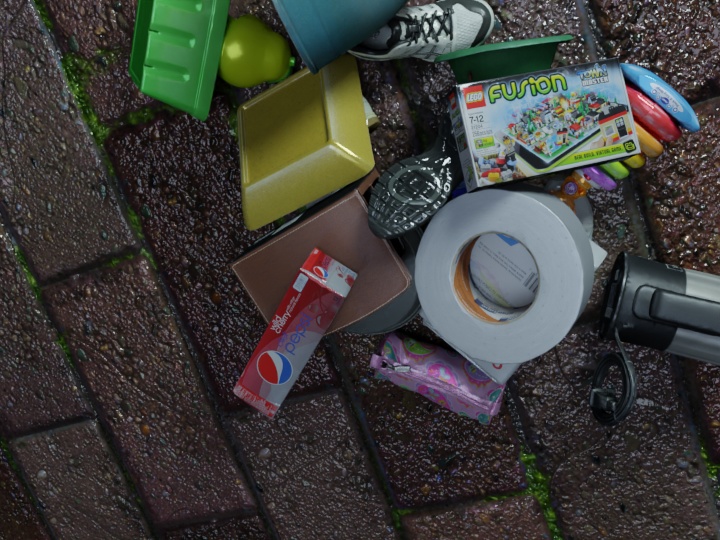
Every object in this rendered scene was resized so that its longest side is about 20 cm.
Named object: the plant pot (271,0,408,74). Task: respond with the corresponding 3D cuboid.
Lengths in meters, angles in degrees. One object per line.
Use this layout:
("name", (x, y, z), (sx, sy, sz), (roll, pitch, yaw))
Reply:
("plant pot", (-0.014, -0.354, 0.787), (0.186, 0.200, 0.202), (-24, 102, 7))

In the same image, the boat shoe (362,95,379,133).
("boat shoe", (-0.068, -0.183, 0.983), (0.198, 0.074, 0.067), (-26, 90, 19))

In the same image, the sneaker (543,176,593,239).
("sneaker", (0.273, -0.021, 0.933), (0.069, 0.080, 0.204), (-3, 107, 18))

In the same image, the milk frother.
("milk frother", (0.396, 0.102, 0.883), (0.185, 0.181, 0.203), (14, 109, 11))

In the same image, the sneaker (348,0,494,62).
("sneaker", (0.068, -0.297, 0.889), (0.196, 0.088, 0.077), (-5, 106, 16))

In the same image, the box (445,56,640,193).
("box", (0.199, -0.159, 0.766), (0.197, 0.035, 0.112), (-13, 89, -13))

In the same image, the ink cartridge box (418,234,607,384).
("ink cartridge box", (0.188, 0.019, 0.893), (0.144, 0.084, 0.201), (39, 117, 14))

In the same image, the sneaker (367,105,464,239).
("sneaker", (0.087, -0.108, 0.811), (0.200, 0.091, 0.076), (-45, 77, -6))

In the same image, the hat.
("hat", (0.177, -0.181, 0.858), (0.163, 0.200, 0.179), (-6, 104, 7))

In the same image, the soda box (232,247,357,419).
("soda box", (-0.081, 0.077, 0.845), (0.063, 0.070, 0.201), (31, 115, -2))

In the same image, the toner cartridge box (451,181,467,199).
("toner cartridge box", (0.181, -0.027, 0.964), (0.093, 0.043, 0.203), (-4, 113, 12))

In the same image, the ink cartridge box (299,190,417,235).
("ink cartridge box", (0.026, -0.057, 0.994), (0.197, 0.076, 0.150), (-8, 107, 17))

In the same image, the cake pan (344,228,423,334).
("cake pan", (0.000, 0.000, 0.958), (0.197, 0.037, 0.204), (5, 110, 14))

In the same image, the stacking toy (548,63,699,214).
("stacking toy", (0.297, -0.143, 0.859), (0.116, 0.110, 0.201), (39, 112, -1))

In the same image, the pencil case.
("pencil case", (0.113, 0.154, 1.038), (0.197, 0.088, 0.089), (22, 114, 7))

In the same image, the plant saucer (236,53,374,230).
("plant saucer", (-0.089, -0.179, 0.918), (0.198, 0.203, 0.048), (-23, 147, 23))

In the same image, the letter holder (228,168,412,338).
("letter holder", (-0.037, -0.008, 0.892), (0.198, 0.101, 0.143), (-28, 102, 22))

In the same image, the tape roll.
("tape roll", (0.163, 0.002, 0.815), (0.197, 0.066, 0.204), (7, 105, 27))

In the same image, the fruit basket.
("fruit basket", (-0.195, -0.311, 0.952), (0.212, 0.156, 0.219), (-15, 125, -22))
